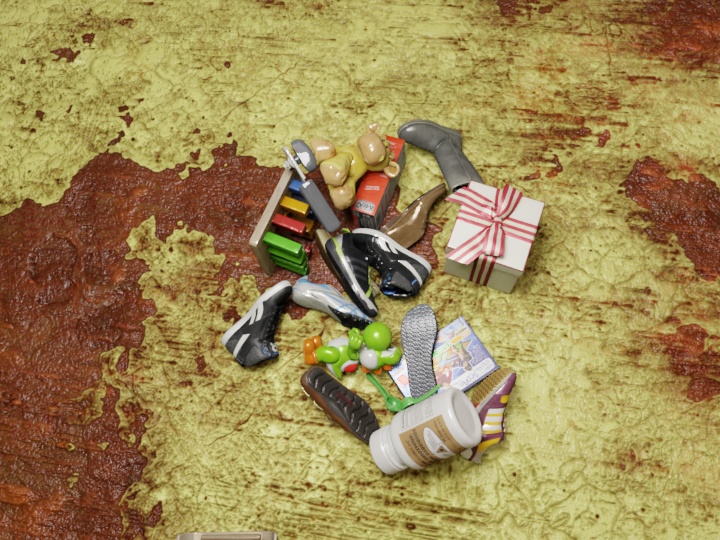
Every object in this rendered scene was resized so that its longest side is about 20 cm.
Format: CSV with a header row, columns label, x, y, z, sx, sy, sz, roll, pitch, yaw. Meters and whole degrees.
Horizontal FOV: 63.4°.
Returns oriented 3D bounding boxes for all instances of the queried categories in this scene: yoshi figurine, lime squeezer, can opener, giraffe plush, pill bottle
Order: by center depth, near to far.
label,x,y,z,sx,sy,sz,roll,pitch,yaw
pill bottle,0.121,0.314,1.118,0.200,0.114,0.114,-33,68,26
lime squeezer,0.087,0.253,1.177,0.200,0.038,0.071,-2,73,47
can opener,-0.095,-0.170,1.178,0.066,0.053,0.200,-29,97,-4
yoshi figurine,-0.015,0.151,1.215,0.200,0.112,0.113,0,50,12
giraffe plush,-0.005,-0.235,1.247,0.162,0.200,0.173,-21,112,1

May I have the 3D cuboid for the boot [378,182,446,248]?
label,x,y,z,sx,sy,sz,roll,pitch,yaw
boot,0.131,-0.120,1.335,0.200,0.074,0.075,-42,89,-3

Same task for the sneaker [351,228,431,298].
label,x,y,z,sx,sy,sz,roll,pitch,yaw
sneaker,0.047,-0.011,1.278,0.200,0.073,0.112,27,56,11

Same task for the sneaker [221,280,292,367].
label,x,y,z,sx,sy,sz,roll,pitch,yaw
sneaker,-0.194,0.125,1.249,0.200,0.073,0.112,-45,76,10

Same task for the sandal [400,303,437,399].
label,x,y,z,sx,sy,sz,roll,pitch,yaw
sandal,0.123,0.170,1.208,0.076,0.043,0.200,-1,81,13

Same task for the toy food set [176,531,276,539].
label,x,y,z,sx,sy,sz,roll,pitch,yaw
toy food set,-0.260,0.581,1.117,0.200,0.060,0.144,-2,71,3

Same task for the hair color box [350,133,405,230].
label,x,y,z,sx,sy,sz,roll,pitch,yaw
hair color box,0.044,-0.200,1.343,0.061,0.102,0.200,18,72,11

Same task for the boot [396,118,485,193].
label,x,y,z,sx,sy,sz,roll,pitch,yaw
boot,0.185,-0.249,1.325,0.182,0.073,0.200,2,57,-18

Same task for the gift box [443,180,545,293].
label,x,y,z,sx,sy,sz,roll,pitch,yaw
gift box,0.263,-0.069,1.236,0.200,0.187,0.185,14,72,8

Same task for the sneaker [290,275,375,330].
label,x,y,z,sx,sy,sz,roll,pitch,yaw
sneaker,-0.055,0.069,1.276,0.200,0.072,0.073,25,62,8

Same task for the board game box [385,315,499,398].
label,x,y,z,sx,sy,sz,roll,pitch,yaw
board game box,0.171,0.206,1.226,0.200,0.034,0.135,-32,71,-6

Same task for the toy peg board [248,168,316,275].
label,x,y,z,sx,sy,sz,roll,pitch,yaw
toy peg board,-0.140,-0.093,1.270,0.098,0.200,0.199,22,73,7

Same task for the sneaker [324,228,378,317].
label,x,y,z,sx,sy,sz,roll,pitch,yaw
sneaker,0.000,0.000,1.231,0.083,0.072,0.200,-28,81,-12

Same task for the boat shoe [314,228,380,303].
label,x,y,z,sx,sy,sz,roll,pitch,yaw
boat shoe,-0.034,-0.014,1.306,0.063,0.073,0.200,-31,82,-13

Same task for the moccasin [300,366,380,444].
label,x,y,z,sx,sy,sz,roll,pitch,yaw
moccasin,-0.044,0.282,1.199,0.201,0.078,0.074,37,60,-4

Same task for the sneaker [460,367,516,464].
label,x,y,z,sx,sy,sz,roll,pitch,yaw
sneaker,0.262,0.290,1.169,0.090,0.075,0.200,37,93,-4
